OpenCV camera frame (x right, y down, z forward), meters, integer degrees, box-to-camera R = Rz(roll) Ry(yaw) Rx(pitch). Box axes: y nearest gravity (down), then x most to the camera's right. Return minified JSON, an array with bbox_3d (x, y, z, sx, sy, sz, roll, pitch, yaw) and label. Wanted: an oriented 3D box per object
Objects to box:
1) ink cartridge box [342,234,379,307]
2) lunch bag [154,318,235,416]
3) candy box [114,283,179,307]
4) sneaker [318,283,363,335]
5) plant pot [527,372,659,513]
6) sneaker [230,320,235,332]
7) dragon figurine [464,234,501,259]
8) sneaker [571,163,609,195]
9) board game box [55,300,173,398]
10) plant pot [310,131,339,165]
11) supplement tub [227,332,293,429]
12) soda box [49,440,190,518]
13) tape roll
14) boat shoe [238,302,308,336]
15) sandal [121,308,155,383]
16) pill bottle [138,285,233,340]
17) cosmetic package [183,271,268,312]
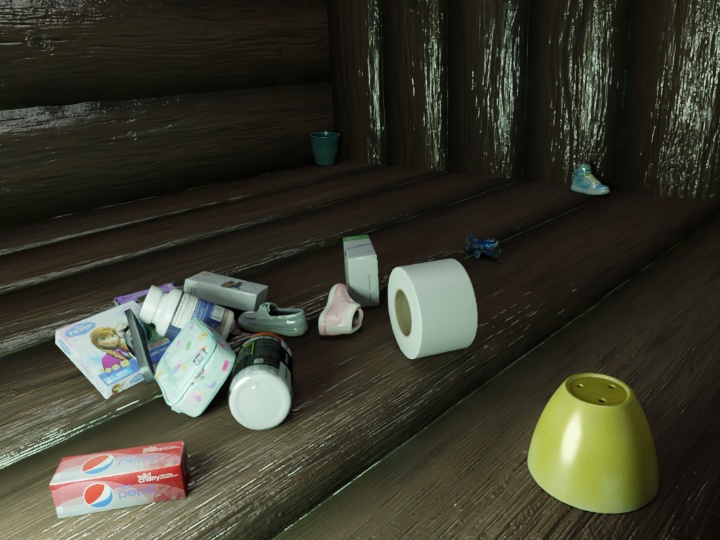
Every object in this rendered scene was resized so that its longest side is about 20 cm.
[{"bbox_3d":[0.000,0.000,1.683,0.082,0.149,0.201,-5,20,-4],"label":"ink cartridge box"},{"bbox_3d":[-0.339,0.194,1.199,0.162,0.077,0.199,-52,30,-7],"label":"lunch bag"},{"bbox_3d":[-0.539,0.112,1.567,0.165,0.073,0.198,-15,23,-32],"label":"candy box"},{"bbox_3d":[-0.034,0.100,1.512,0.102,0.077,0.201,-3,26,14],"label":"sneaker"},{"bbox_3d":[0.363,0.248,0.925,0.194,0.146,0.201,-3,19,1],"label":"plant pot"},{"bbox_3d":[-0.406,0.133,1.460,0.195,0.091,0.081,-8,20,-15],"label":"sneaker"},{"bbox_3d":[0.401,-0.073,1.957,0.097,0.060,0.201,-3,19,0],"label":"dragon figurine"},{"bbox_3d":[1.058,-0.422,2.733,0.078,0.134,0.198,-13,22,-32],"label":"sneaker"},{"bbox_3d":[-0.539,0.169,1.336,0.198,0.042,0.199,35,35,22],"label":"board game box"},{"bbox_3d":[-0.234,-0.803,3.930,0.194,0.193,0.201,1,22,0],"label":"plant pot"},{"bbox_3d":[-0.191,0.207,1.163,0.119,0.126,0.201,-5,20,-4],"label":"supplement tub"},{"bbox_3d":[-0.375,0.328,0.940,0.194,0.065,0.070,-7,19,-9],"label":"soda box"},{"bbox_3d":[0.157,0.084,1.334,0.136,0.208,0.203,-9,20,-17],"label":"tape roll"},{"bbox_3d":[-0.223,0.115,1.506,0.196,0.073,0.070,5,20,21],"label":"boat shoe"},{"bbox_3d":[-0.488,0.158,1.281,0.042,0.077,0.201,-22,47,-13],"label":"sandal"},{"bbox_3d":[-0.400,0.111,1.366,0.196,0.113,0.111,24,13,-16],"label":"pill bottle"},{"bbox_3d":[-0.365,0.056,1.627,0.195,0.053,0.151,13,6,1],"label":"cosmetic package"}]
